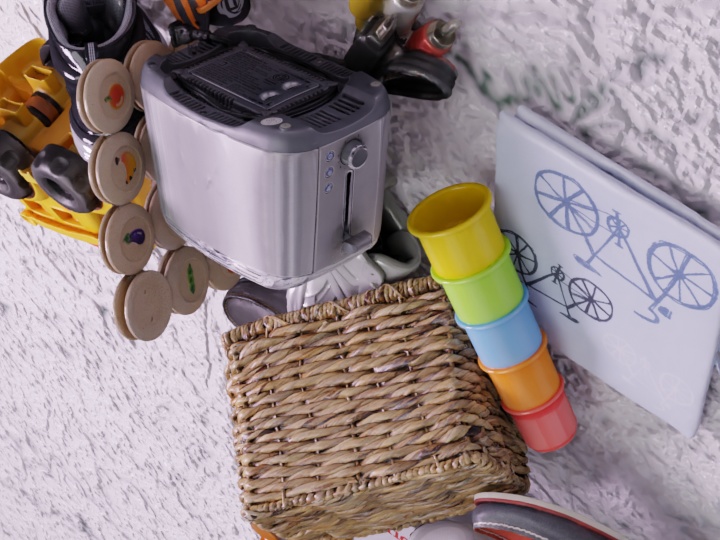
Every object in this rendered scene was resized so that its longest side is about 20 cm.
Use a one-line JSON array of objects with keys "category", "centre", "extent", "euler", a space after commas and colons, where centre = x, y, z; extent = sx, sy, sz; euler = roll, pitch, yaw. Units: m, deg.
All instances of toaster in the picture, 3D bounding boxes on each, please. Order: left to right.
[{"category": "toaster", "centre": [-0.068, -0.076, 1.187], "extent": [0.200, 0.114, 0.129], "euler": [27, 132, 37]}]

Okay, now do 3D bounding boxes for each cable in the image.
[{"category": "cable", "centre": [0.012, -0.141, 1.196], "extent": [0.097, 0.050, 0.200], "euler": [38, 162, -6]}]

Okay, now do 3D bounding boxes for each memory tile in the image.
[{"category": "memory tile", "centre": [-0.134, -0.063, 1.251], "extent": [0.017, 0.153, 0.200], "euler": [5, 112, 32]}]

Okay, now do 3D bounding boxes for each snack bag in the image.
[{"category": "snack bag", "centre": [0.162, 0.007, 1.159], "extent": [0.188, 0.021, 0.200], "euler": [34, 148, 27]}]

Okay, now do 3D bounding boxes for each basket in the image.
[{"category": "basket", "centre": [0.016, 0.106, 1.312], "extent": [0.200, 0.149, 0.143], "euler": [-17, 156, 19]}]

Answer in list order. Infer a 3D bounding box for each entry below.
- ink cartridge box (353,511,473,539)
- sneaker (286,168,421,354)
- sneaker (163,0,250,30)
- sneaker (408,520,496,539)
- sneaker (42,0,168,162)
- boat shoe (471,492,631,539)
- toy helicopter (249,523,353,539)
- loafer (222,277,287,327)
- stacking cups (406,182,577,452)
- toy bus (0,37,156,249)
[{"category": "ink cartridge box", "centre": [0.072, 0.249, 1.460], "extent": [0.146, 0.086, 0.200], "euler": [32, 142, 27]}, {"category": "sneaker", "centre": [0.000, 0.000, 1.306], "extent": [0.099, 0.078, 0.200], "euler": [21, 139, 33]}, {"category": "sneaker", "centre": [-0.084, -0.213, 1.202], "extent": [0.200, 0.078, 0.112], "euler": [30, 148, 48]}, {"category": "sneaker", "centre": [0.084, 0.225, 1.267], "extent": [0.087, 0.075, 0.200], "euler": [44, 175, -37]}, {"category": "sneaker", "centre": [-0.181, -0.172, 1.287], "extent": [0.200, 0.075, 0.114], "euler": [-101, 2, -51]}, {"category": "boat shoe", "centre": [0.166, 0.214, 1.258], "extent": [0.200, 0.063, 0.071], "euler": [24, 166, -4]}, {"category": "toy helicopter", "centre": [-0.033, 0.217, 1.515], "extent": [0.079, 0.132, 0.200], "euler": [15, 134, 43]}, {"category": "loafer", "centre": [-0.044, 0.066, 1.430], "extent": [0.200, 0.072, 0.073], "euler": [27, 142, 35]}, {"category": "stacking cups", "centre": [0.094, 0.036, 1.215], "extent": [0.060, 0.061, 0.200], "euler": [11, 137, 46]}, {"category": "toy bus", "centre": [-0.204, -0.076, 1.445], "extent": [0.200, 0.136, 0.192], "euler": [17, 148, 39]}]
